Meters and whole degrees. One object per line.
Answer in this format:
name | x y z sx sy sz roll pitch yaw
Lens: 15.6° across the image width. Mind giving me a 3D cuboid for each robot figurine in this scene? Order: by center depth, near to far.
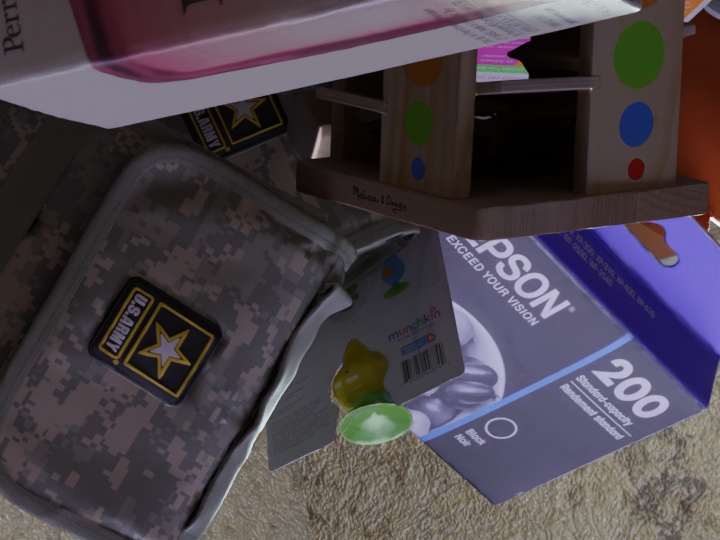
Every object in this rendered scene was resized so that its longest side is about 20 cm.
robot figurine | 0.199 -0.090 1.400 0.200 0.144 0.116 38 -155 24

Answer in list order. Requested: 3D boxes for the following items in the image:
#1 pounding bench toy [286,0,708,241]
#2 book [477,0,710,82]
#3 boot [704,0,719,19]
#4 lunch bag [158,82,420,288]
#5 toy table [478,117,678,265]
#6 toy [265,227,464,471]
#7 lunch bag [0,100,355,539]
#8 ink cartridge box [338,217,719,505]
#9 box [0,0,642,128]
pounding bench toy | 0.038 -0.111 1.101 0.124 0.157 0.200 -7 -166 -36
book | 0.109 -0.143 1.235 0.133 0.048 0.200 -5 161 -31
boot | 0.271 -0.160 1.365 0.199 0.074 0.096 -11 168 8
lunch bag | -0.087 -0.043 1.243 0.200 0.165 0.117 -32 168 21
toy table | 0.096 -0.010 1.474 0.199 0.117 0.184 -31 125 15
toy | 0.000 0.000 1.296 0.115 0.201 0.047 -29 136 25
lunch bag | -0.119 0.016 1.102 0.199 0.165 0.118 27 173 22
ink cartridge box | 0.091 0.023 1.379 0.199 0.044 0.198 -30 125 27
box | -0.023 -0.131 0.845 0.199 0.129 0.109 -11 174 16
